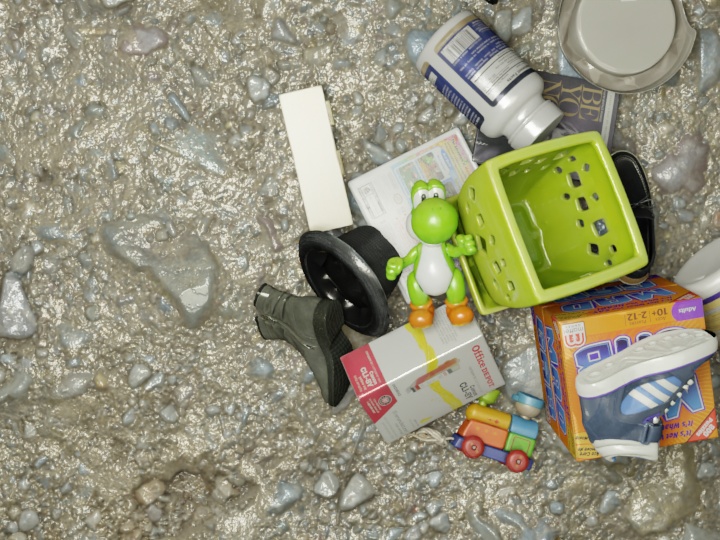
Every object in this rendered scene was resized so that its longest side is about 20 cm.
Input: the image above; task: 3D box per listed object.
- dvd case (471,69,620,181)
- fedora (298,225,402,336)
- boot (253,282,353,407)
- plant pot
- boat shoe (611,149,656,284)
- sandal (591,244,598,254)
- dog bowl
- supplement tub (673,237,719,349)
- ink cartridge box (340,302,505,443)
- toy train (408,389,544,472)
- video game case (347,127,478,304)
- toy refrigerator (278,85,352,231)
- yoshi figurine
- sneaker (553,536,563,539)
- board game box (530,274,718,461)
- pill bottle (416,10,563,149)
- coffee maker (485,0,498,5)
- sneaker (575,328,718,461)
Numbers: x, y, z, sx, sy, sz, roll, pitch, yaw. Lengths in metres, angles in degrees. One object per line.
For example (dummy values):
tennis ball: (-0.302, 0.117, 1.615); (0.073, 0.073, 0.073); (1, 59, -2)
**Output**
dvd case: (0.270, -0.213, 1.589); (0.200, 0.016, 0.149); (10, 86, -4)
fedora: (0.000, 0.000, 1.554); (0.092, 0.201, 0.201); (-39, 99, -22)
boot: (-0.085, 0.105, 1.612); (0.130, 0.068, 0.200); (12, 131, 25)
plant pot: (0.235, -0.053, 1.487); (0.199, 0.181, 0.200); (-17, 83, -28)
boat shoe: (0.393, -0.081, 1.589); (0.074, 0.062, 0.200); (-1, 79, -2)
sandal: (0.266, -0.037, 1.620); (0.200, 0.048, 0.075); (15, 96, 9)
dog bowl: (0.372, -0.350, 1.560); (0.200, 0.059, 0.200); (0, 94, -5)
supplement tub: (0.569, 0.057, 1.593); (0.145, 0.145, 0.200); (-41, 98, 4)
ink cartridge box: (0.093, 0.145, 1.582); (0.200, 0.083, 0.145); (-28, 139, 2)
toy train: (0.171, 0.219, 1.636); (0.200, 0.085, 0.116); (19, 87, -5)
video game case: (0.105, -0.079, 1.598); (0.182, 0.024, 0.200); (-27, 88, 1)
toy refrigerator: (-0.061, -0.160, 1.568); (0.070, 0.076, 0.200); (-13, 98, 0)
yoshi figurine: (0.098, -0.019, 1.464); (0.112, 0.112, 0.200); (-21, 111, -38)
sneaker: (0.324, 0.517, 1.689); (0.090, 0.067, 0.200); (12, 95, 1)
board game box: (0.370, 0.132, 1.568); (0.199, 0.200, 0.200); (-10, 99, -1)
pill bottle: (0.183, -0.256, 1.522); (0.111, 0.111, 0.200); (-45, 82, 4)
coffee maker: (0.171, -0.501, 1.497); (0.192, 0.135, 0.200); (37, 95, -6)
sneaker: (0.387, 0.173, 1.440); (0.200, 0.081, 0.147); (-22, 107, -3)
